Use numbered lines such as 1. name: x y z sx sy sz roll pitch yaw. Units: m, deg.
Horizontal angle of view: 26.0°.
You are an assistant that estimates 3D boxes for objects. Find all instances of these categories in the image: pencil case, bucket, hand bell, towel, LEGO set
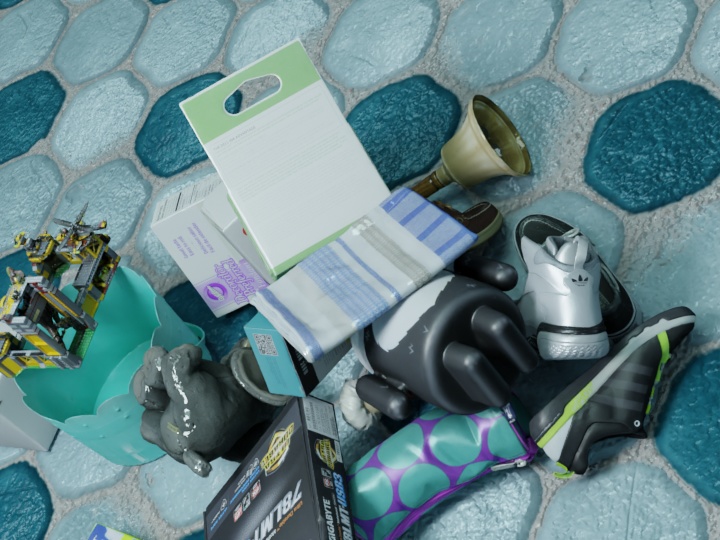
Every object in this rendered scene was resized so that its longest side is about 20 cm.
1. pencil case: 0.073 0.188 1.503 0.199 0.085 0.093 -34 61 10
2. bucket: -0.273 0.112 1.769 0.206 0.135 0.209 -18 50 23
3. hand bell: 0.081 -0.095 1.733 0.199 0.104 0.105 -36 43 26
4. towel: 0.000 0.000 1.472 0.199 0.024 0.147 -36 32 -8
5. LEGO set: -0.361 0.016 1.721 0.153 0.116 0.201 6 62 39

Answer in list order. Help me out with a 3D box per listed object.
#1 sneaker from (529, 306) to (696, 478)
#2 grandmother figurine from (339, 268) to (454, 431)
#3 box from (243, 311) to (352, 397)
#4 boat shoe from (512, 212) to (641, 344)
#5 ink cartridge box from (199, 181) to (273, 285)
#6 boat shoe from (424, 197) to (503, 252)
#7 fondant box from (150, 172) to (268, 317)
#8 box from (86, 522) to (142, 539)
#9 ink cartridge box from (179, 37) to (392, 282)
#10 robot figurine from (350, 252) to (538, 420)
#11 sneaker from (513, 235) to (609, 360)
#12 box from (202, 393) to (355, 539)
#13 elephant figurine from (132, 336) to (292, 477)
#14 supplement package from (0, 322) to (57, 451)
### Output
1. sneaker: 0.248 0.119 1.464 0.200 0.072 0.083 -40 79 -4
2. grandmother figurine: 0.051 0.079 1.579 0.200 0.121 0.061 -47 0 -13
3. box: -0.031 0.035 1.577 0.049 0.083 0.200 3 35 38
4. boat shoe: 0.206 -0.005 1.569 0.073 0.068 0.200 -36 44 6
5. ink cartridge box: -0.050 -0.040 1.674 0.146 0.200 0.086 -44 32 -2
6. boat shoe: 0.077 -0.044 1.622 0.072 0.073 0.199 -19 7 45
7. fondant box: -0.115 -0.051 1.769 0.199 0.145 0.058 -24 29 18
8. box: -0.244 0.344 1.636 0.199 0.048 0.123 11 65 39
9. ink cartridge box: -0.073 -0.110 1.568 0.145 0.048 0.201 -29 81 -7
10. robot figurine: 0.074 0.061 1.458 0.149 0.126 0.199 -12 19 -32
11. sneaker: 0.179 0.027 1.491 0.200 0.074 0.116 170 99 -74
12. box: -0.083 0.255 1.519 0.200 0.049 0.199 -51 29 30
13. elephant figurine: -0.128 0.130 1.655 0.141 0.198 0.157 -11 84 54
14. supplement package: -0.458 0.134 1.893 0.198 0.120 0.122 2 57 36
